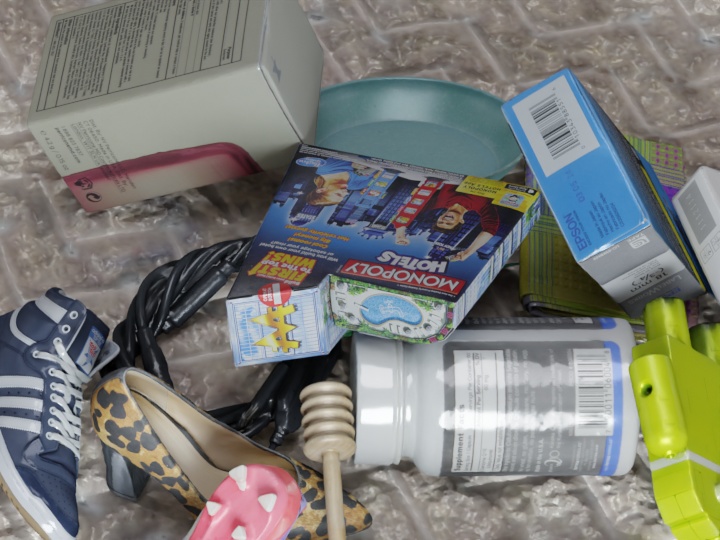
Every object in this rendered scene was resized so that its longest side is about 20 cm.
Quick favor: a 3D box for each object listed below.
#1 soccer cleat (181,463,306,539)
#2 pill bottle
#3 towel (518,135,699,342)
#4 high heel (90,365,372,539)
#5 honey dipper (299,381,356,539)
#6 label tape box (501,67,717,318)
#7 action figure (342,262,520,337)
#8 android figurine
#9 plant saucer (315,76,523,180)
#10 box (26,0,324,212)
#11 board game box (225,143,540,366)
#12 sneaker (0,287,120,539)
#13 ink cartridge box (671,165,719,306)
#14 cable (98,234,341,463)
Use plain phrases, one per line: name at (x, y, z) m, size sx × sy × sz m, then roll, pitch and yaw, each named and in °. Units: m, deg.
soccer cleat at (-0.112, 0.212, 1.462) m, size 0.200 × 0.076 × 0.067 m, roll -49°, pitch 62°, yaw 1°
pill bottle at (0.093, 0.090, 1.560) m, size 0.199 × 0.114 × 0.114 m, roll 0°, pitch 50°, yaw -3°
towel at (0.191, -0.030, 1.710) m, size 0.143 × 0.023 × 0.201 m, roll 11°, pitch 50°, yaw -9°
high heel at (-0.088, 0.128, 1.497) m, size 0.199 × 0.143 × 0.072 m, roll 11°, pitch 54°, yaw 7°
honey dipper at (-0.018, 0.171, 1.476) m, size 0.038 × 0.038 × 0.201 m, roll -1°, pitch 60°, yaw -4°
label tape box at (0.190, -0.045, 1.634) m, size 0.063 × 0.200 × 0.145 m, roll -30°, pitch 62°, yaw 12°
action figure at (0.030, 0.003, 1.643) m, size 0.118 × 0.055 × 0.200 m, roll 22°, pitch 37°, yaw 29°
android figurine at (0.242, 0.121, 1.522) m, size 0.041 × 0.182 × 0.201 m, roll -24°, pitch 56°, yaw 29°
plant saucer at (0.035, -0.097, 1.732) m, size 0.199 × 0.036 × 0.200 m, roll 1°, pitch 30°, yaw 0°
box at (-0.140, -0.142, 1.698) m, size 0.199 × 0.109 × 0.128 m, roll -11°, pitch 46°, yaw 18°
board game box at (0.000, 0.000, 1.550) m, size 0.199 × 0.062 × 0.200 m, roll 12°, pitch 39°, yaw 25°
sneaker at (-0.213, 0.096, 1.548) m, size 0.108 × 0.070 × 0.200 m, roll -31°, pitch 53°, yaw 0°
ink cartridge box at (0.343, 0.021, 1.664) m, size 0.175 × 0.045 × 0.201 m, roll 15°, pitch 40°, yaw -31°
cable at (-0.100, 0.052, 1.630) m, size 0.162 × 0.051 × 0.201 m, roll 13°, pitch 53°, yaw 14°
